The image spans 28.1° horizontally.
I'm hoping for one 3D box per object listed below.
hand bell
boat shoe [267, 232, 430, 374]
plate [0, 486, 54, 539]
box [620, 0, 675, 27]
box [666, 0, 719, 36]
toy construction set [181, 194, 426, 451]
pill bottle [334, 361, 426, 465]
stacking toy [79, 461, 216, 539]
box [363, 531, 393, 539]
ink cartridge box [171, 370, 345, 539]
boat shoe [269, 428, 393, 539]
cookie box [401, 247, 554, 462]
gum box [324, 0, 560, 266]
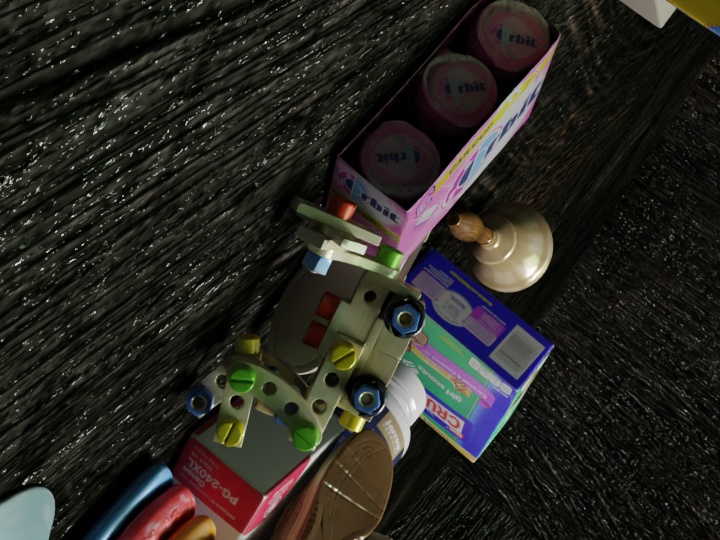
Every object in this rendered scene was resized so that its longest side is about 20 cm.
[{"bbox_3d":[0.133,-0.038,1.559,0.104,0.104,0.200,-55,158,8],"label":"hand bell"},{"bbox_3d":[0.000,0.000,1.103,0.201,0.072,0.060,-57,167,-13],"label":"boat shoe"},{"bbox_3d":[-0.244,0.215,0.855,0.200,0.026,0.200,-50,168,-15],"label":"plate"},{"bbox_3d":[0.278,-0.295,1.361,0.082,0.068,0.200,-55,170,6],"label":"box"},{"bbox_3d":[0.250,-0.283,0.945,0.122,0.192,0.201,-36,160,-56],"label":"box"},{"bbox_3d":[-0.030,0.041,0.987,0.092,0.131,0.201,-71,-173,-67],"label":"toy construction set"},{"bbox_3d":[-0.018,0.175,1.456,0.200,0.111,0.111,-45,166,-39],"label":"pill bottle"},{"bbox_3d":[-0.109,0.243,1.043,0.110,0.200,0.116,-48,167,-25],"label":"stacking toy"},{"bbox_3d":[-0.048,0.319,1.211,0.127,0.109,0.200,5,-135,48],"label":"box"},{"bbox_3d":[-0.115,0.203,1.205,0.201,0.083,0.145,-59,168,29],"label":"ink cartridge box"},{"bbox_3d":[-0.040,0.212,1.183,0.064,0.071,0.200,-16,-149,46],"label":"boat shoe"},{"bbox_3d":[0.101,0.096,1.561,0.075,0.171,0.200,-44,166,-27],"label":"cookie box"},{"bbox_3d":[0.061,-0.102,1.041,0.200,0.066,0.114,-49,170,-24],"label":"gum box"}]
